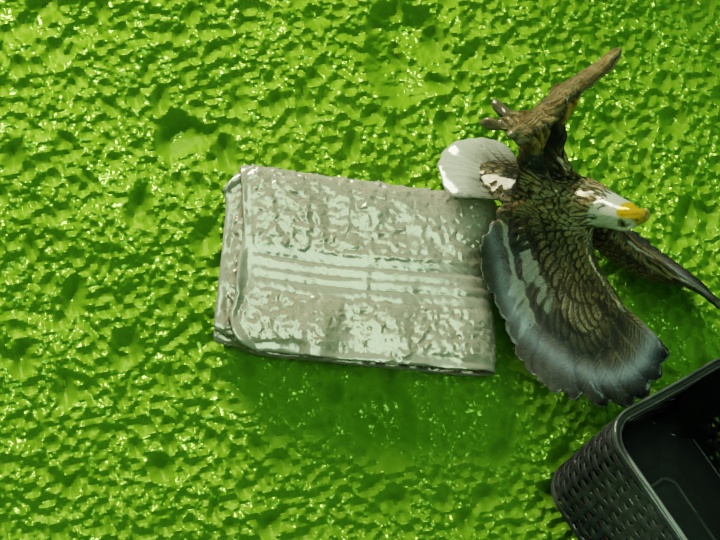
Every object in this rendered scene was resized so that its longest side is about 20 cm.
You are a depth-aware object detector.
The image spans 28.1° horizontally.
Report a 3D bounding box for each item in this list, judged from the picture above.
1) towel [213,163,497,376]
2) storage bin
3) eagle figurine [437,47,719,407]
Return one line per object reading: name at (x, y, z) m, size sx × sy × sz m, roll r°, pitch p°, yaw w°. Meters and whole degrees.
towel at (0.000, 0.000, 0.995) m, size 0.199 × 0.034 × 0.133 m, roll 5°, pitch 75°, yaw -10°
storage bin at (0.238, 0.176, 0.936) m, size 0.135 × 0.094 × 0.200 m, roll -23°, pitch 70°, yaw -33°
eagle figurine at (0.152, -0.024, 0.977) m, size 0.151 × 0.151 × 0.200 m, roll -23°, pitch 110°, yaw 5°
